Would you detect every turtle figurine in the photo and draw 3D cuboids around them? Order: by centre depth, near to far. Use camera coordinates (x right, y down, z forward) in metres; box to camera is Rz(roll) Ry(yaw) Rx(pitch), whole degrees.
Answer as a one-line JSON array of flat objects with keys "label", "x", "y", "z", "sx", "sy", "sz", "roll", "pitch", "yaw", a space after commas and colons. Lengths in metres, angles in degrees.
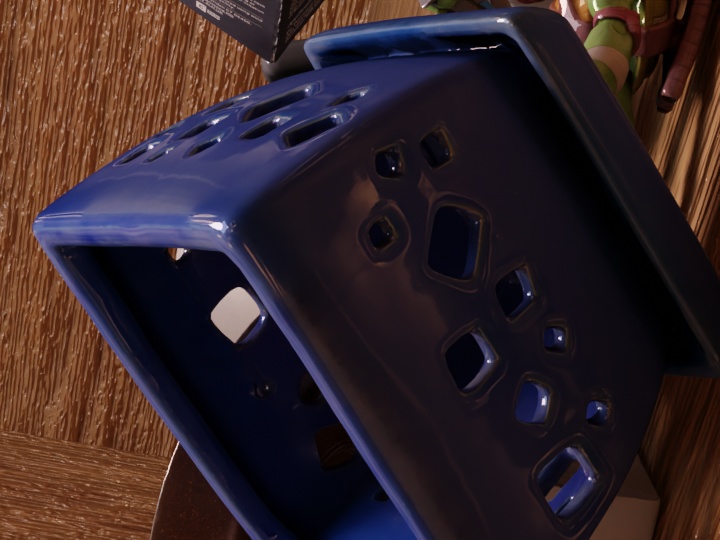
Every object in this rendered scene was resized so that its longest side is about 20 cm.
[{"label": "turtle figurine", "x": 0.070, "y": -0.086, "z": 1.059, "sx": 0.200, "sy": 0.143, "sz": 0.195, "roll": -27, "pitch": -61, "yaw": -42}]

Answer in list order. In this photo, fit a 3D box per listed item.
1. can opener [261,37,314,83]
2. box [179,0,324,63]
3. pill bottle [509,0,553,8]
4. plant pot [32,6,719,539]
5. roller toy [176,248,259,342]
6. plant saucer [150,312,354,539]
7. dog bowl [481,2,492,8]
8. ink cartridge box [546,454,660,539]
[{"label": "can opener", "x": 0.042, "y": -0.114, "z": 1.363, "sx": 0.067, "sy": 0.199, "sz": 0.053, "roll": 103, "pitch": 158, "yaw": -71}, {"label": "box", "x": -0.020, "y": -0.236, "z": 1.140, "sx": 0.200, "sy": 0.104, "sz": 0.182, "roll": -53, "pitch": -5, "yaw": -20}, {"label": "pill bottle", "x": 0.102, "y": -0.197, "z": 1.236, "sx": 0.200, "sy": 0.116, "sz": 0.117, "roll": -93, "pitch": 13, "yaw": -72}, {"label": "plant pot", "x": 0.019, "y": 0.006, "z": 0.931, "sx": 0.180, "sy": 0.201, "sz": 0.200, "roll": -40, "pitch": 20, "yaw": -22}, {"label": "roller toy", "x": 0.000, "y": 0.000, "z": 1.284, "sx": 0.182, "sy": 0.139, "sz": 0.201, "roll": -47, "pitch": -46, "yaw": -42}, {"label": "plant saucer", "x": -0.026, "y": 0.099, "z": 1.090, "sx": 0.200, "sy": 0.034, "sz": 0.201, "roll": -42, "pitch": -37, "yaw": -43}, {"label": "dog bowl", "x": 0.097, "y": -0.241, "z": 1.480, "sx": 0.201, "sy": 0.111, "sz": 0.050, "roll": 104, "pitch": 159, "yaw": -44}, {"label": "ink cartridge box", "x": 0.069, "y": 0.165, "z": 1.076, "sx": 0.145, "sy": 0.083, "sz": 0.201, "roll": -101, "pitch": 22, "yaw": -76}]
